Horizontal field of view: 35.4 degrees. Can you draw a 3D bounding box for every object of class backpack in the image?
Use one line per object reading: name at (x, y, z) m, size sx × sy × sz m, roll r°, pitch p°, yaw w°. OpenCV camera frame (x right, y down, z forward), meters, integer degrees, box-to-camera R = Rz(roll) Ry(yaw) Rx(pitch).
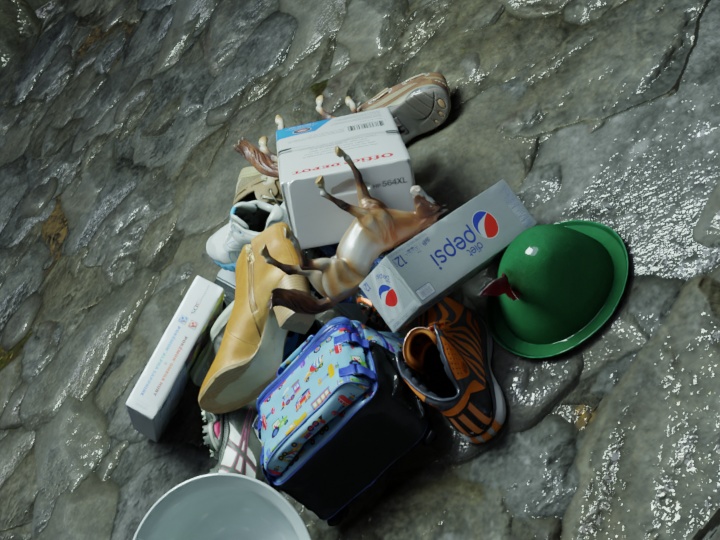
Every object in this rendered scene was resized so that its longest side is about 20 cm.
backpack at (-0.024, 0.134, 1.202) m, size 0.182 × 0.134 × 0.201 m, roll -43°, pitch 28°, yaw 20°

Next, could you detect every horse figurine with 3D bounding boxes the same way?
horse figurine at (-0.018, -0.028, 1.173) m, size 0.201 × 0.132 × 0.050 m, roll -53°, pitch 20°, yaw -4°
horse figurine at (-0.055, -0.163, 1.431) m, size 0.198 × 0.050 × 0.133 m, roll -25°, pitch 47°, yaw -10°

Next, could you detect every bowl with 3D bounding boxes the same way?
bowl at (-0.135, 0.315, 1.167) m, size 0.197 × 0.090 × 0.205 m, roll -1°, pitch 77°, yaw 6°

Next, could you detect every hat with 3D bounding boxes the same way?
hat at (0.157, -0.024, 1.110) m, size 0.167 × 0.176 × 0.199 m, roll -52°, pitch 34°, yaw -5°

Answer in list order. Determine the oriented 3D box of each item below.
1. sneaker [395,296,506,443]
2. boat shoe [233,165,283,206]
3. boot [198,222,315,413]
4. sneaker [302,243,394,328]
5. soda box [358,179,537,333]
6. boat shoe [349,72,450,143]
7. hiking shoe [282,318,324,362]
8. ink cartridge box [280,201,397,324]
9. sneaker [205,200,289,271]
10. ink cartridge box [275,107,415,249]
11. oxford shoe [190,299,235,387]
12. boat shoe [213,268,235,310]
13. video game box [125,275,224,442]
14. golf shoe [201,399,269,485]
sneaker at (0.084, 0.075, 1.158) m, size 0.077 × 0.112 × 0.201 m, roll -39°, pitch 36°, yaw 14°
boat shoe at (-0.115, -0.115, 1.606) m, size 0.199 × 0.071 × 0.065 m, roll -6°, pitch 59°, yaw 56°
boot at (-0.127, 0.054, 1.291) m, size 0.201 × 0.070 × 0.145 m, roll -47°, pitch 42°, yaw 24°
sneaker at (0.000, 0.000, 1.267) m, size 0.199 × 0.076 × 0.078 m, roll 30°, pitch 44°, yaw 32°
soda box at (0.094, -0.017, 1.176) m, size 0.199 × 0.064 × 0.068 m, roll -33°, pitch -9°, yaw -37°
boat shoe at (0.038, -0.205, 1.514) m, size 0.198 × 0.076 × 0.072 m, roll -19°, pitch 37°, yaw 28°
hiking shoe at (-0.130, 0.123, 1.376) m, size 0.201 × 0.087 × 0.074 m, roll -51°, pitch 34°, yaw -2°
ink cartridge box at (-0.028, -0.037, 1.414) m, size 0.146 × 0.083 × 0.199 m, roll -53°, pitch 35°, yaw -5°
sneaker at (-0.140, -0.054, 1.408) m, size 0.198 × 0.086 × 0.076 m, roll -9°, pitch 53°, yaw 46°
ink cartridge box at (-0.018, -0.108, 1.287) m, size 0.143 × 0.086 × 0.201 m, roll -11°, pitch 25°, yaw 0°
oxford shoe at (-0.157, 0.091, 1.409) m, size 0.075 × 0.058 × 0.201 m, roll -34°, pitch -19°, yaw -45°
boat shoe at (-0.149, 0.048, 1.493) m, size 0.057 × 0.068 × 0.199 m, roll -56°, pitch 29°, yaw -4°
video game box at (-0.236, 0.118, 1.448) m, size 0.184 × 0.046 × 0.200 m, roll -61°, pitch 0°, yaw -19°
golf shoe at (-0.131, 0.235, 1.281) m, size 0.086 × 0.078 × 0.203 m, roll -8°, pitch 63°, yaw -1°
